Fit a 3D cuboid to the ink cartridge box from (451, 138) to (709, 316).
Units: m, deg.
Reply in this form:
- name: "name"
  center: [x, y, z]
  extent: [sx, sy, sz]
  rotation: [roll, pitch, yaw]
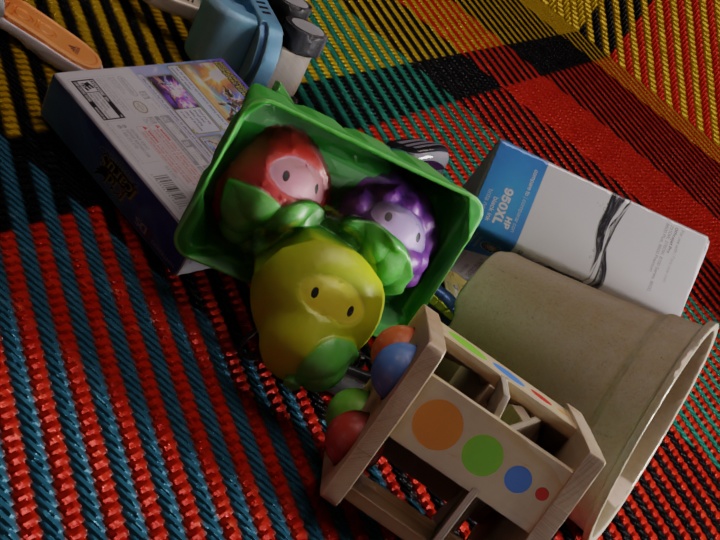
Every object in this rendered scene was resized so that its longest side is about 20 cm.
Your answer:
- name: "ink cartridge box"
  center: [0.178, -0.017, 1.363]
  extent: [0.199, 0.085, 0.145]
  rotation: [24, -16, -2]

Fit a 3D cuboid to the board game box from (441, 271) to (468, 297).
- name: "board game box"
  center: [0.117, 0.035, 1.495]
  extent: [0.135, 0.035, 0.200]
  rotation: [32, 21, -16]

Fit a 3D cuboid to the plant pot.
- name: "plant pot"
  center: [0.158, 0.084, 1.268]
  extent: [0.183, 0.202, 0.200]
  rotation: [31, 17, 17]

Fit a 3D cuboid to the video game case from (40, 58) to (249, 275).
- name: "video game case"
  center: [-0.130, -0.088, 1.272]
  extent: [0.180, 0.046, 0.200]
  rotation: [-13, 53, -45]

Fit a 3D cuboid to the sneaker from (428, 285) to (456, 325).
- name: "sneaker"
  center: [0.001, 0.000, 1.350]
  extent: [0.199, 0.071, 0.083]
  rotation: [36, -2, 4]

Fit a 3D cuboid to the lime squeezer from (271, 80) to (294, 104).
- name: "lime squeezer"
  center: [-0.073, -0.136, 1.409]
  extent: [0.071, 0.038, 0.200]
  rotation: [44, -15, -12]

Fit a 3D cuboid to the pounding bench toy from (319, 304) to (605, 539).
- name: "pounding bench toy"
  center: [0.058, 0.110, 1.092]
  extent: [0.155, 0.125, 0.200]
  rotation: [35, 8, -5]

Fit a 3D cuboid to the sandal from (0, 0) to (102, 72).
- name: "sandal"
  center: [-0.301, -0.243, 1.356]
  extent: [0.206, 0.059, 0.079]
  rotation: [31, 21, -17]

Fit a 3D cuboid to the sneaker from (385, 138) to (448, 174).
- name: "sneaker"
  center: [-0.002, -0.070, 1.477]
  extent: [0.199, 0.088, 0.074]
  rotation: [-8, 18, -29]

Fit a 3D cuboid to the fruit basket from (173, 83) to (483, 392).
- name: "fruit basket"
  center: [-0.025, -0.018, 1.127]
  extent: [0.214, 0.156, 0.216]
  rotation: [27, 22, -12]

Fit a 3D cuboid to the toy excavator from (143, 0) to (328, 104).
- name: "toy excavator"
  center: [-0.155, -0.258, 1.606]
  extent: [0.199, 0.100, 0.195]
  rotation: [16, 27, -28]

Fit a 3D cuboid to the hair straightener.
- name: "hair straightener"
  center: [-0.008, 0.080, 1.195]
  extent: [0.199, 0.041, 0.077]
  rotation: [21, 25, -28]
